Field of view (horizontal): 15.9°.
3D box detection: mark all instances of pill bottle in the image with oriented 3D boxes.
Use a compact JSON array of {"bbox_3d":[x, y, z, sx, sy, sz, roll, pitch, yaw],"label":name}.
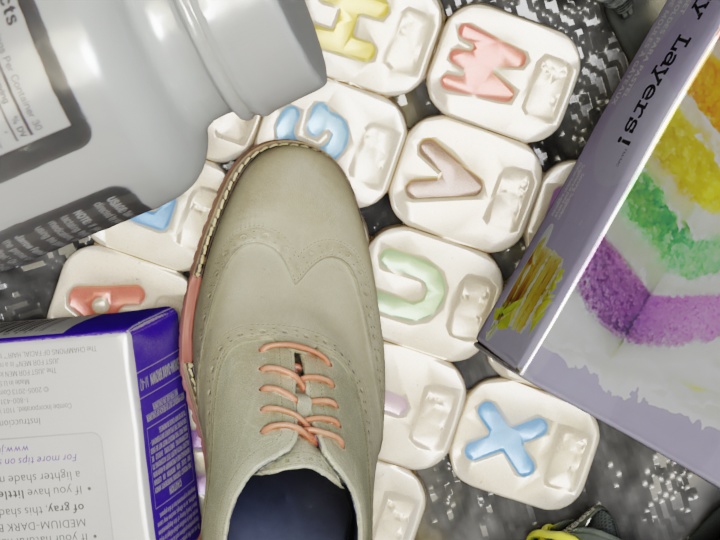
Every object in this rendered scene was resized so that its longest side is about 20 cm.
[{"bbox_3d":[-0.117,-0.058,0.827,0.200,0.111,0.111,-22,95,7],"label":"pill bottle"}]

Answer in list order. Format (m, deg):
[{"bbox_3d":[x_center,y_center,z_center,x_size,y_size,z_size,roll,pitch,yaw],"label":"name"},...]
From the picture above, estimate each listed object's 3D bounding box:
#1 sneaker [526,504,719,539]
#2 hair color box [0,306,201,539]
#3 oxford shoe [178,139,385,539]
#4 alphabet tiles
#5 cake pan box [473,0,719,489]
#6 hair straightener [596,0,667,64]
[{"bbox_3d":[0.060,0.124,0.875,0.200,0.074,0.085,-7,90,-7],"label":"sneaker"},{"bbox_3d":[-0.109,0.118,0.868,0.109,0.065,0.200,-4,95,12],"label":"hair color box"},{"bbox_3d":[-0.018,0.049,0.825,0.071,0.074,0.200,4,76,-15],"label":"oxford shoe"},{"bbox_3d":[0.000,0.000,0.884,0.195,0.015,0.200,19,97,-1],"label":"alphabet tiles"},{"bbox_3d":[0.163,-0.007,0.825,0.200,0.052,0.184,30,94,-21],"label":"cake pan box"},{"bbox_3d":[0.090,-0.110,0.838,0.041,0.077,0.200,-21,96,12],"label":"hair straightener"}]
